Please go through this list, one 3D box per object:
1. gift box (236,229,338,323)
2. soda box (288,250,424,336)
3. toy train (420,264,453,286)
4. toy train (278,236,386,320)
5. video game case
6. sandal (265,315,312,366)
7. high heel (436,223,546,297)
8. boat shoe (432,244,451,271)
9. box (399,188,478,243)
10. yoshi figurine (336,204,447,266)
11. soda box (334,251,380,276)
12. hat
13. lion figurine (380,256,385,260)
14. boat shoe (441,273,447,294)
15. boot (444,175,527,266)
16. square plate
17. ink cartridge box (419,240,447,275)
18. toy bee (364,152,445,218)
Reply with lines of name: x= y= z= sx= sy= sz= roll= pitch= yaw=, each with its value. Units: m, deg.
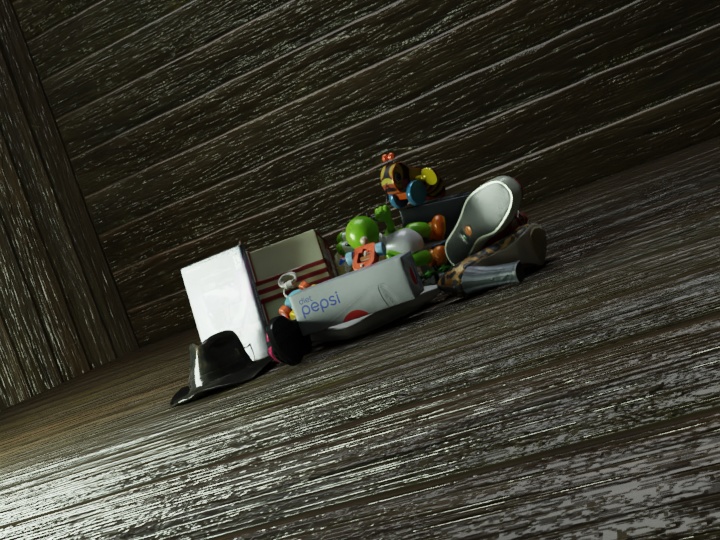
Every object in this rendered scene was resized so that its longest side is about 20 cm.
gift box: x=-0.137 y=0.027 z=1.508 sx=0.184 sy=0.203 sz=0.185 roll=-20 pitch=-14 yaw=4
soda box: x=-0.006 y=0.036 z=1.245 sx=0.198 sy=0.069 sz=0.063 roll=-19 pitch=4 yaw=21
toy train: x=0.121 y=0.023 z=1.480 sx=0.198 sy=0.042 sz=0.056 roll=-19 pitch=-8 yaw=32
toy train: x=-0.043 y=0.029 z=1.366 sx=0.198 sy=0.056 sz=0.151 roll=-20 pitch=38 yaw=15
video game case: x=-0.233 y=0.073 z=1.419 sx=0.141 sy=0.203 sz=0.019 roll=-19 pitch=-4 yaw=29
sandal: x=-0.115 y=0.109 z=1.227 sx=0.044 sy=0.076 sz=0.200 roll=-18 pitch=-5 yaw=6
high heel: x=0.207 y=-0.020 z=1.259 sx=0.141 sy=0.072 sz=0.200 roll=-11 pitch=16 yaw=33
boat shoe: x=0.216 y=-0.035 z=1.522 sx=0.198 sy=0.077 sz=0.060 roll=-20 pitch=-3 yaw=29
box: x=0.193 y=-0.110 z=1.577 sx=0.197 sy=0.080 sz=0.141 roll=-11 pitch=4 yaw=22
yoshi figurine: x=0.054 y=-0.055 z=1.439 sx=0.197 sy=0.113 sz=0.113 roll=-1 pitch=28 yaw=-1
soda box: x=0.000 y=0.000 z=1.547 sx=0.064 sy=0.067 sz=0.200 roll=-53 pitch=18 yaw=13
hat: x=-0.230 y=0.142 z=1.297 sx=0.198 sy=0.082 sz=0.201 roll=-20 pitch=3 yaw=1
lion figurine: x=0.038 y=0.015 z=1.650 sx=0.201 sy=0.072 sz=0.122 roll=-56 pitch=18 yaw=-1
boat shoe: x=0.195 y=-0.013 z=1.374 sx=0.071 sy=0.061 sz=0.200 roll=-18 pitch=4 yaw=43
boot: x=0.227 y=-0.092 z=1.268 sx=0.143 sy=0.073 sz=0.201 roll=-23 pitch=-21 yaw=-30
square plate: x=0.016 y=0.075 z=1.338 sx=0.196 sy=0.029 sz=0.199 roll=-22 pitch=3 yaw=-27
ink cartridge box: x=0.226 y=-0.041 z=1.622 sx=0.198 sy=0.068 sz=0.116 roll=-19 pitch=4 yaw=28
toy bee: x=0.086 y=-0.173 z=1.540 sx=0.129 sy=0.110 sz=0.200 roll=-8 pitch=8 yaw=28
